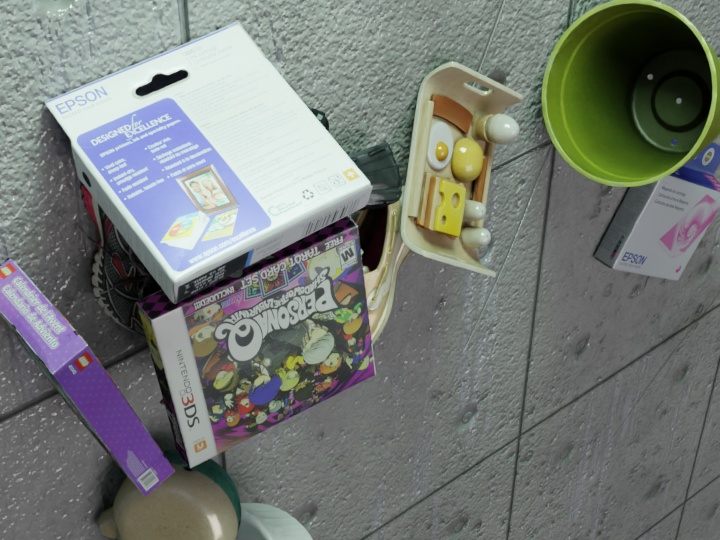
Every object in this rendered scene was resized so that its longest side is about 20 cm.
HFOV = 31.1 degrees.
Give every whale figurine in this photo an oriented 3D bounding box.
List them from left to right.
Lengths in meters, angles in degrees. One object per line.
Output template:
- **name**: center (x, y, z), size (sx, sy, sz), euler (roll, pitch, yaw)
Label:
- **whale figurine**: center (-0.191, 0.274, 1.336), size (0.104, 0.158, 0.202), euler (-65, 171, -61)

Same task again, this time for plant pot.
- **plant pot**: center (0.336, -0.197, 1.480), size (0.192, 0.200, 0.202), euler (-7, 125, -58)

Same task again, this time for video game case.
- **video game case**: center (-0.084, 0.061, 1.131), size (0.199, 0.036, 0.182), euler (-25, 133, -20)

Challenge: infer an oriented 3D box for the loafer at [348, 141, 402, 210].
- **loafer**: center (-0.049, -0.090, 1.246), size (0.199, 0.068, 0.071), euler (-7, 86, -33)

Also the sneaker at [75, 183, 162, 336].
- **sneaker**: center (-0.194, -0.012, 1.136), size (0.080, 0.075, 0.201), euler (-32, 139, -25)

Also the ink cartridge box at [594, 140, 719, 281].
- **ink cartridge box**: center (0.425, -0.086, 1.768), size (0.195, 0.043, 0.201), euler (7, 115, -49)

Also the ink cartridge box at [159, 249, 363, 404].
- **ink cartridge box**: center (-0.088, 0.052, 1.249), size (0.201, 0.041, 0.199), euler (-53, 171, 10)

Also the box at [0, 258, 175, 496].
- **box**: center (-0.243, 0.095, 1.118), size (0.039, 0.137, 0.201), euler (-39, 142, -15)

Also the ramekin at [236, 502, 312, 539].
- **ramekin**: center (-0.132, 0.346, 1.396), size (0.097, 0.200, 0.202), euler (7, 114, -58)

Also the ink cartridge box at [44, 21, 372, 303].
- **ink cartridge box**: center (-0.125, -0.094, 1.061), size (0.197, 0.200, 0.044), euler (-28, 158, -28)

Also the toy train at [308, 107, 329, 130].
- **toy train**: center (-0.062, -0.088, 1.150), size (0.201, 0.045, 0.034), euler (-72, 177, -52)

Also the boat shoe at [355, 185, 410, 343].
- **boat shoe**: center (0.000, 0.000, 1.362), size (0.069, 0.073, 0.202), euler (14, 99, -48)

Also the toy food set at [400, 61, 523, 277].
- **toy food set**: center (0.115, -0.102, 1.359), size (0.143, 0.060, 0.202), euler (13, 83, -51)
